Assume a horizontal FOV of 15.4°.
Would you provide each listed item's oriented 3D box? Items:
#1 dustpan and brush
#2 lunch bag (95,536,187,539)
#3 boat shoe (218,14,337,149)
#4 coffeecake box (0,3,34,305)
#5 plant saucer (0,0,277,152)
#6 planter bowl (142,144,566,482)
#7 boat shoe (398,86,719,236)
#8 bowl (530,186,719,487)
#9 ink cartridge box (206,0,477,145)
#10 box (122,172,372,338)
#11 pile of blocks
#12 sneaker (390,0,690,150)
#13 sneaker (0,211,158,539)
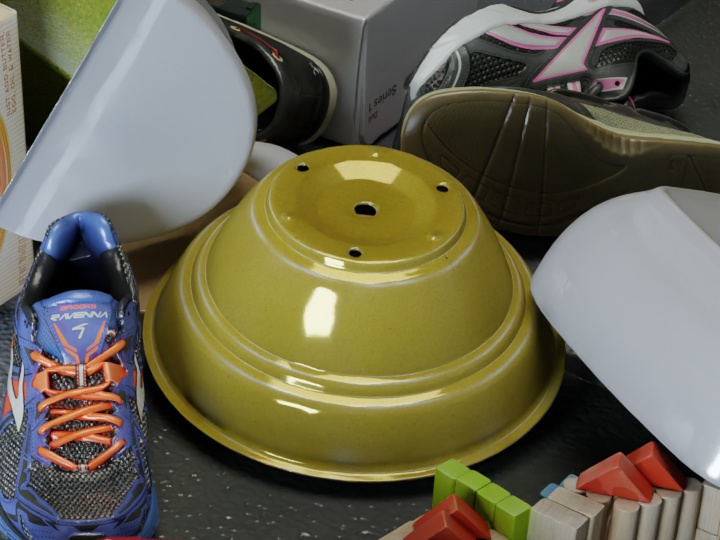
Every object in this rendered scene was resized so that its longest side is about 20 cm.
[{"bbox_3d":[-0.081,-0.062,1.283,0.200,0.140,0.057,22,15,-42],"label":"dustpan and brush"},{"bbox_3d":[-0.090,0.179,0.973,0.199,0.082,0.176,0,36,-5],"label":"lunch bag"},{"bbox_3d":[-0.113,-0.115,1.435,0.201,0.074,0.063,19,9,22],"label":"boat shoe"},{"bbox_3d":[-0.241,-0.022,1.186,0.073,0.154,0.200,25,42,29],"label":"coffeecake box"},{"bbox_3d":[-0.176,-0.106,1.320,0.199,0.200,0.048,0,66,39],"label":"plant saucer"},{"bbox_3d":[0.000,0.000,1.232,0.200,0.084,0.201,3,38,-2],"label":"planter bowl"},{"bbox_3d":[0.107,-0.058,1.386,0.200,0.072,0.066,8,14,-21],"label":"boat shoe"},{"bbox_3d":[0.196,0.029,1.204,0.199,0.075,0.200,8,25,-31],"label":"bowl"},{"bbox_3d":[-0.048,-0.158,1.517,0.199,0.085,0.146,19,34,22],"label":"ink cartridge box"},{"bbox_3d":[-0.040,-0.010,1.335,0.199,0.021,0.164,6,32,0],"label":"box"},{"bbox_3d":[0.089,0.099,1.139,0.199,0.062,0.082,-8,34,-21],"label":"pile of blocks"},{"bbox_3d":[0.107,-0.100,1.458,0.200,0.080,0.086,-29,55,-34],"label":"sneaker"},{"bbox_3d":[-0.127,0.049,1.166,0.075,0.079,0.200,-3,39,-9],"label":"sneaker"}]
